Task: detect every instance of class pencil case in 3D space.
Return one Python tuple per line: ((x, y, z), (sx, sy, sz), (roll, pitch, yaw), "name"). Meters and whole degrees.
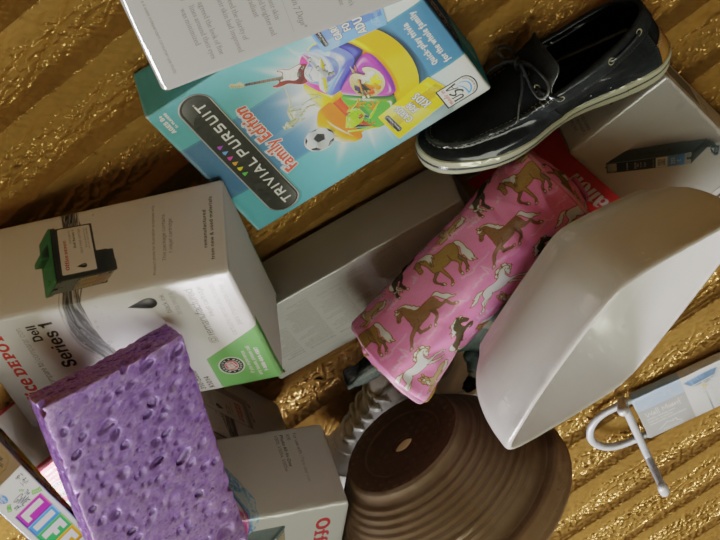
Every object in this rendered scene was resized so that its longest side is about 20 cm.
((0.083, 0.001, 1.471), (0.083, 0.087, 0.200), (42, 98, -3), "pencil case")

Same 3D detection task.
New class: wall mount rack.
((0.292, 0.116, 1.770), (0.199, 0.075, 0.174), (-26, 139, 6), "wall mount rack")

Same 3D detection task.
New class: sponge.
((-0.151, 0.144, 1.413), (0.111, 0.030, 0.201), (-29, 125, -22), "sponge")

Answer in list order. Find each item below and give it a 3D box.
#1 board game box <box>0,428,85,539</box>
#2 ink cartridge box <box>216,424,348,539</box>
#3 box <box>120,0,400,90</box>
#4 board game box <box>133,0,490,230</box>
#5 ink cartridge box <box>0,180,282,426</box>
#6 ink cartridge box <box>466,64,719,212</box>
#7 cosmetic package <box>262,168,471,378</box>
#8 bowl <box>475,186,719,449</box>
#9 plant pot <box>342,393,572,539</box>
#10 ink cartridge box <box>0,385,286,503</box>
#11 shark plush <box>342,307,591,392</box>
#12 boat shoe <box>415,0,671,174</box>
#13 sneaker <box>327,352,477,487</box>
((-0.273, 0.130, 1.463), (0.034, 0.200, 0.135), (-44, 140, -8), "board game box")
((-0.119, 0.207, 1.565), (0.198, 0.088, 0.146), (-8, 138, -19), "ink cartridge box")
((-0.061, -0.227, 1.223), (0.198, 0.107, 0.153), (-20, 139, 1), "box")
((-0.031, -0.130, 1.389), (0.199, 0.047, 0.151), (-31, 138, 12), "board game box")
((-0.170, 0.027, 1.445), (0.198, 0.085, 0.147), (-13, 144, 8), "ink cartridge box")
((0.208, -0.063, 1.562), (0.176, 0.045, 0.200), (-38, 136, 18), "ink cartridge box")
((0.000, 0.000, 1.542), (0.199, 0.051, 0.083), (-29, 136, 9), "cosmetic package")
((0.170, 0.023, 1.460), (0.199, 0.075, 0.200), (-26, 154, -48), "bowl")
((0.055, 0.162, 1.546), (0.200, 0.202, 0.093), (-31, 121, 13), "plant pot")
((-0.169, 0.143, 1.606), (0.146, 0.083, 0.199), (-38, 137, 20), "ink cartridge box")
((0.086, 0.053, 1.557), (0.198, 0.084, 0.091), (-18, -176, -25), "shark plush")
((0.126, -0.134, 1.432), (0.199, 0.075, 0.062), (-26, 135, -1), "boat shoe")
((0.021, 0.108, 1.664), (0.199, 0.078, 0.099), (-38, 131, 7), "sneaker")
